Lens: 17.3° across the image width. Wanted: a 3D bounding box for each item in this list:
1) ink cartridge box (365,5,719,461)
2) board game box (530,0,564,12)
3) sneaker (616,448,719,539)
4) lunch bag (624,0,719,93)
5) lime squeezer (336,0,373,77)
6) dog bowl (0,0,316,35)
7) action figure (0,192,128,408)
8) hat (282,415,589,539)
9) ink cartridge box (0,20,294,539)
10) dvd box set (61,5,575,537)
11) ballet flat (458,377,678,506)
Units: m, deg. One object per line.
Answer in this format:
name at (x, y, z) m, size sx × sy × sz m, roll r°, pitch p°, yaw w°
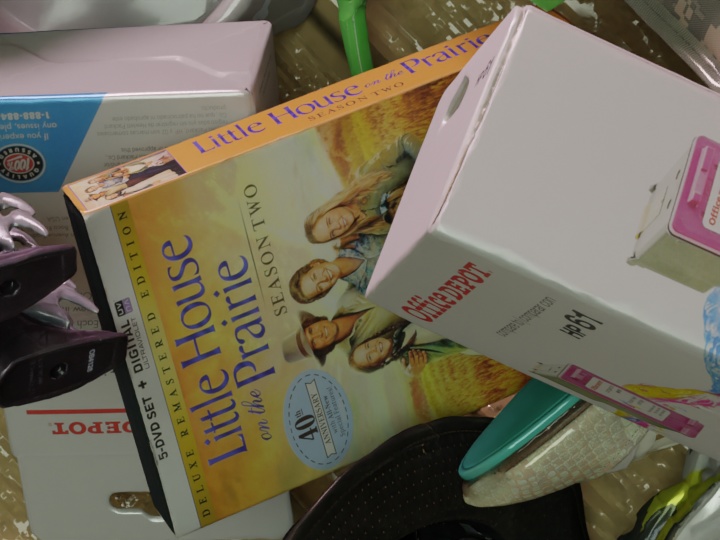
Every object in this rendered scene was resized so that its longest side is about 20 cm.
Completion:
ink cartridge box at (0.112, 0.004, 0.790) m, size 0.200 × 0.145 × 0.085 m, roll 26°, pitch 78°, yaw -3°
board game box at (0.094, -0.204, 0.848) m, size 0.134 × 0.029 × 0.200 m, roll -33°, pitch 46°, yaw 30°
sneaker at (0.170, 0.089, 0.929) m, size 0.085 × 0.074 × 0.200 m, roll 34°, pitch 101°, yaw -13°
lunch bag at (0.153, -0.161, 0.872) m, size 0.164 × 0.117 × 0.200 m, roll -48°, pitch 52°, yaw 15°
lime squeezer at (0.008, -0.137, 0.942) m, size 0.038 × 0.071 × 0.200 m, roll 20°, pitch 100°, yaw 42°
dog bowl at (-0.109, -0.157, 0.958) m, size 0.200 × 0.059 × 0.201 m, roll 1°, pitch 95°, yaw 11°
action figure at (-0.167, -0.033, 0.854) m, size 0.069 × 0.130 × 0.200 m, roll -28°, pitch 51°, yaw -24°
hat at (0.009, 0.147, 0.942) m, size 0.081 × 0.200 × 0.201 m, roll 17°, pitch 100°, yaw 49°
ink cartridge box at (-0.085, 0.007, 0.939) m, size 0.115 × 0.068 × 0.200 m, roll -1°, pitch 119°, yaw 6°
dvd box set at (0.000, 0.000, 0.891) m, size 0.200 × 0.029 × 0.147 m, roll -21°, pitch 120°, yaw -16°
ballet flat at (0.122, 0.029, 0.899) m, size 0.062 × 0.067 × 0.200 m, roll 46°, pitch 77°, yaw -10°
